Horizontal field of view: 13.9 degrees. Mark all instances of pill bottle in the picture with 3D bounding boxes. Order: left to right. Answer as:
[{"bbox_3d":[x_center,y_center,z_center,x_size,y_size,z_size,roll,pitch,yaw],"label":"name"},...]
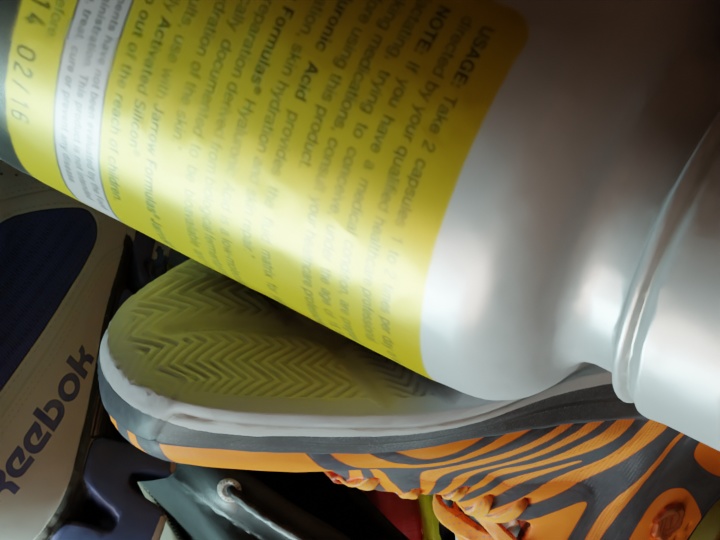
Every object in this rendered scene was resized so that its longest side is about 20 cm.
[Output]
[{"bbox_3d":[0.013,-0.039,0.666,0.199,0.112,0.111,26,164,19],"label":"pill bottle"}]

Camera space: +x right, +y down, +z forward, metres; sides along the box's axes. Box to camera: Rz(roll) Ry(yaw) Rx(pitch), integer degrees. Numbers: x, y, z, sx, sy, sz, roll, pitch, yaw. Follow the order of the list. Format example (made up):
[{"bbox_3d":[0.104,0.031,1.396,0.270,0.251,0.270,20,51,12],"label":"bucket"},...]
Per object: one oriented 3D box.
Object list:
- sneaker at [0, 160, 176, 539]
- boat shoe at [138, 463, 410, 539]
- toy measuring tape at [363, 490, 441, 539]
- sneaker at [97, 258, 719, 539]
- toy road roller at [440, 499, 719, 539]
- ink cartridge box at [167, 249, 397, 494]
[{"bbox_3d":[-0.109,-0.014,0.781,0.080,0.201,0.115,-15,162,43],"label":"sneaker"},{"bbox_3d":[-0.040,0.041,0.842,0.074,0.066,0.200,15,-147,-50],"label":"boat shoe"},{"bbox_3d":[0.031,0.096,1.126,0.073,0.074,0.200,31,163,1],"label":"toy measuring tape"},{"bbox_3d":[0.023,0.051,0.744,0.199,0.112,0.078,-3,-143,-27],"label":"sneaker"},{"bbox_3d":[0.114,0.104,0.896,0.145,0.123,0.200,25,163,24],"label":"toy road roller"},{"bbox_3d":[0.000,0.000,0.897,0.116,0.067,0.200,33,165,-2],"label":"ink cartridge box"}]
